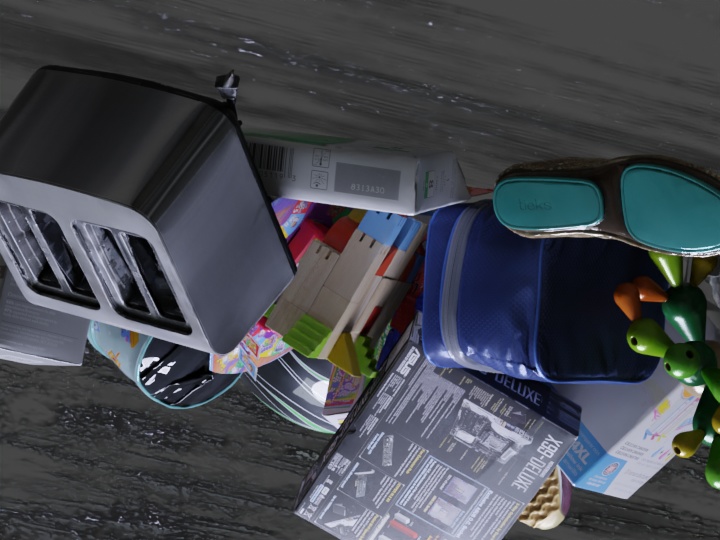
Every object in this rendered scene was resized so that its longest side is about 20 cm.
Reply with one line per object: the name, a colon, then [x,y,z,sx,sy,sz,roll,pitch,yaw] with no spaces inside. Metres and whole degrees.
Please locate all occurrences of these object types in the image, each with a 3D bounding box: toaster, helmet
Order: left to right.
toaster: [-0.159,-0.046,1.548,0.180,0.119,0.200,13,144,29]
helmet: [-0.027,0.059,2.086,0.190,0.200,0.200,33,178,13]

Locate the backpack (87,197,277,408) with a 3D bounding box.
backpack: [-0.142,0.010,1.885,0.153,0.201,0.176,31,-177,28]

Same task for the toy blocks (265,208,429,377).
toy blocks: [0.000,0.000,1.745,0.100,0.137,0.200,31,-176,14]

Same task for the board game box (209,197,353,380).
board game box: [-0.049,0.015,1.823,0.039,0.158,0.200,43,146,29]

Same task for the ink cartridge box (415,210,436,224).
ink cartridge box: [0.127,0.010,1.937,0.144,0.085,0.200,7,173,33]

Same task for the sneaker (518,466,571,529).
sneaker: [0.146,0.139,1.954,0.075,0.201,0.090,-38,148,25]

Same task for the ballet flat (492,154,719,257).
ballet flat: [0.185,-0.052,1.512,0.199,0.071,0.065,9,-159,34]

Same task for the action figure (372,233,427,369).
action figure: [0.037,0.066,1.844,0.065,0.201,0.052,10,-175,27]

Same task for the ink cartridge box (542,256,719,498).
ink cartridge box: [0.235,0.074,1.847,0.125,0.200,0.128,53,-165,26]

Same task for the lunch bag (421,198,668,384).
lunch bag: [0.141,0.014,1.709,0.132,0.137,0.200,7,-179,40]

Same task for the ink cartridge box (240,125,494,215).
ink cartridge box: [0.001,-0.080,1.655,0.160,0.050,0.200,8,-169,20]

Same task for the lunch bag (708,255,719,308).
lunch bag: [0.362,0.038,1.682,0.199,0.118,0.164,23,176,0]

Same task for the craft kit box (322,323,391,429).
craft kit box: [0.051,0.088,1.986,0.048,0.201,0.198,-9,143,30]

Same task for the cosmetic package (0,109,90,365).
cosmetic package: [-0.254,-0.028,1.762,0.090,0.201,0.107,12,171,-27]

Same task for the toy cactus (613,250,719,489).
toy cactus: [0.262,0.064,1.674,0.102,0.201,0.165,-27,164,13]

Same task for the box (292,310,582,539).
box: [0.061,0.153,1.794,0.157,0.200,0.050,29,-152,-6]
